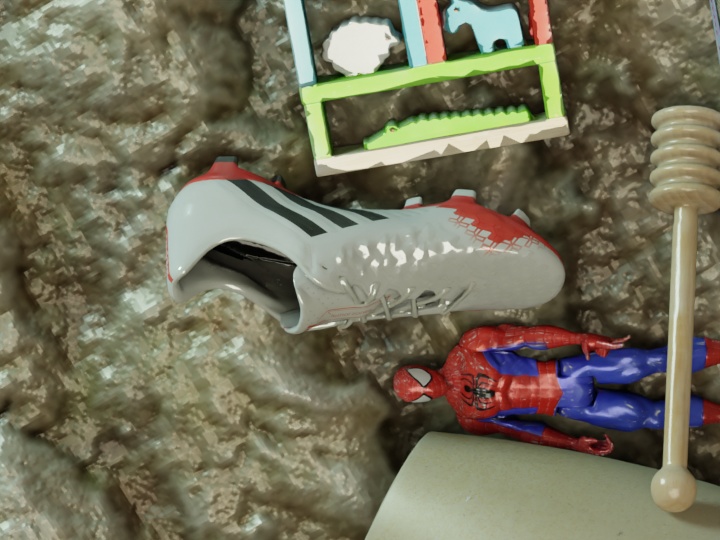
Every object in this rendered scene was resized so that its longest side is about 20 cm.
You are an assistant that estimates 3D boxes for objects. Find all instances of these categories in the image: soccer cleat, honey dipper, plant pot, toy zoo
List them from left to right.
[{"bbox_3d":[0.000,0.000,1.418,0.199,0.085,0.069,12,136,1],"label":"soccer cleat"},{"bbox_3d":[0.024,-0.154,1.416,0.131,0.020,0.201,-9,105,4],"label":"toy zoo"},{"bbox_3d":[0.102,0.167,1.433,0.199,0.187,0.188,25,105,10],"label":"plant pot"},{"bbox_3d":[0.156,0.020,1.400,0.038,0.038,0.201,4,74,1],"label":"honey dipper"}]

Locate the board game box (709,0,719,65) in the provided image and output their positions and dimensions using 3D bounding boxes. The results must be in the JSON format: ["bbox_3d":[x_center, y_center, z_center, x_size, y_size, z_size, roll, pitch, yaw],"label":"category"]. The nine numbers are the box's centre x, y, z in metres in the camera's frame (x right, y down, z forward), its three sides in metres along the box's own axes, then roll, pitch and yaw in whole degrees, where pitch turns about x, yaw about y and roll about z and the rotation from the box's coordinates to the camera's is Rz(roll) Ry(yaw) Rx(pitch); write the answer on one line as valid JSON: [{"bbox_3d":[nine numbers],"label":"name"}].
[{"bbox_3d":[0.264,-0.166,1.394,0.199,0.041,0.200,-11,105,5],"label":"board game box"}]

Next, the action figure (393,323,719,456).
[{"bbox_3d":[0.116,0.059,1.459,0.199,0.052,0.066,1,109,4],"label":"action figure"}]
